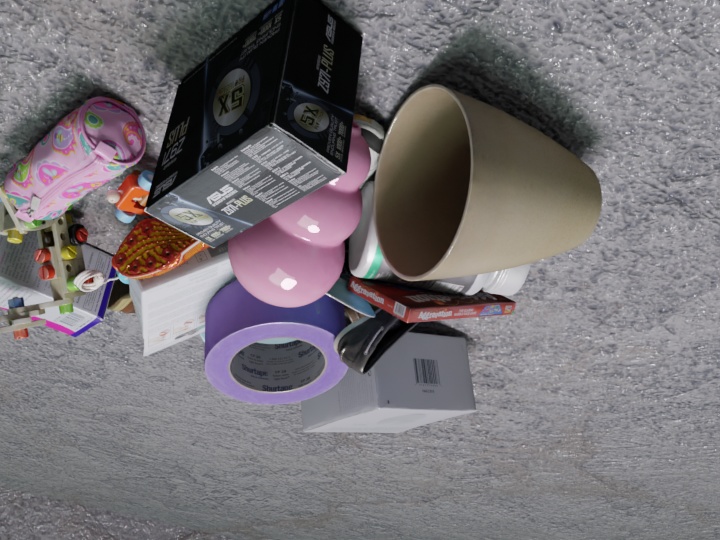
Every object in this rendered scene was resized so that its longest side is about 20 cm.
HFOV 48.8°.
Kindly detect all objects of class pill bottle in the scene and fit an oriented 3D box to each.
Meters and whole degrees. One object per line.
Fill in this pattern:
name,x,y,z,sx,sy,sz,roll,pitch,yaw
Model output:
pill bottle,0.092,-0.033,0.930,0.197,0.115,0.113,9,150,-13

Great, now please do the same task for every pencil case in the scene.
pencil case,-0.327,-0.120,0.898,0.199,0.088,0.087,-22,139,38

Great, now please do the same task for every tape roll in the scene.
tape roll,-0.115,0.097,1.094,0.197,0.086,0.201,-5,141,-4

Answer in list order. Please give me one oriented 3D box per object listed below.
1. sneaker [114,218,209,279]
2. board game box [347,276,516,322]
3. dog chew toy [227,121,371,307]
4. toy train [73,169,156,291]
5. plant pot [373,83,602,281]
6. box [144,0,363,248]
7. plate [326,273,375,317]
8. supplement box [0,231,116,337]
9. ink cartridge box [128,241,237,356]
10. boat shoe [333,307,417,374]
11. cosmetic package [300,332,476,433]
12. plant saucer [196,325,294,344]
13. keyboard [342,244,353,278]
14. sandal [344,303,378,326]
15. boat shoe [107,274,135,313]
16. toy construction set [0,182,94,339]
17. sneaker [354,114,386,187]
sneaker,-0.199,-0.042,0.949,0.198,0.074,0.077,-27,162,2
board game box,0.090,0.031,0.956,0.198,0.020,0.102,0,-159,-45
dog chew toy,-0.055,-0.063,0.806,0.123,0.125,0.201,19,116,-21
toy train,-0.278,-0.054,0.989,0.149,0.056,0.200,5,138,-45
plant pot,0.142,-0.077,0.811,0.197,0.190,0.187,5,153,-26
box,-0.101,-0.138,0.744,0.086,0.166,0.199,29,143,-35
plate,-0.062,-0.003,0.982,0.199,0.026,0.200,30,-178,-1
supplement box,-0.459,0.002,1.112,0.199,0.105,0.101,28,145,-34
ink cartridge box,-0.231,0.031,1.081,0.159,0.048,0.201,-23,159,-26
boat shoe,0.056,0.063,1.044,0.199,0.057,0.067,-37,146,-15
cosmetic package,0.038,0.180,1.247,0.197,0.125,0.199,9,155,-37
plant saucer,-0.161,0.094,1.240,0.198,0.039,0.203,13,138,12
keyboard,0.000,0.000,1.081,0.197,0.040,0.104,13,150,-12
sandal,-0.027,0.061,1.170,0.199,0.058,0.080,18,148,-19
boat shoe,-0.299,0.020,1.148,0.067,0.073,0.199,21,152,-35
toy construction set,-0.410,-0.013,1.014,0.091,0.203,0.131,7,-172,21
sneaker,-0.028,-0.089,0.889,0.075,0.089,0.200,17,146,-15
